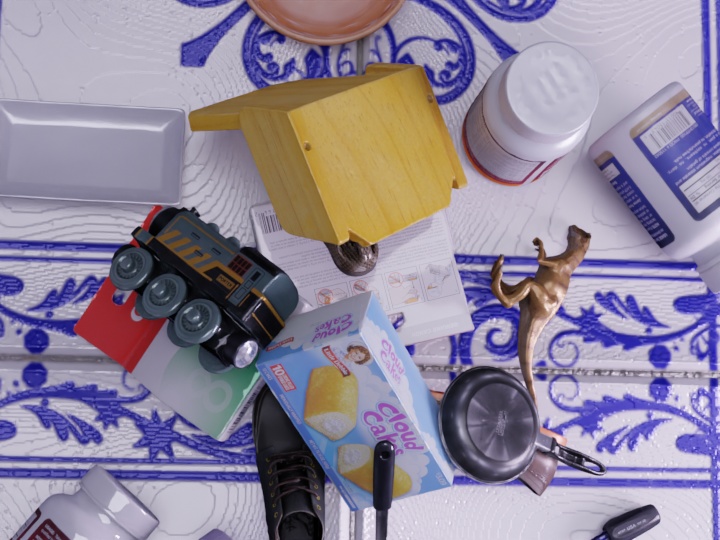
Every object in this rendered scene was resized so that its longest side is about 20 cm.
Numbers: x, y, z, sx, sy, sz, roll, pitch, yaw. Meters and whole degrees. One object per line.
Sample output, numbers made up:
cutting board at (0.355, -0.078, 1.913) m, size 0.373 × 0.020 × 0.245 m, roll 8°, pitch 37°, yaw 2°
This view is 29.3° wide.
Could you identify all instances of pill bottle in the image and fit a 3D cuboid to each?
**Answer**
pill bottle at (-0.288, 0.289, 1.306) m, size 0.113 × 0.113 × 0.200 m, roll 41°, pitch 81°, yaw 1°
pill bottle at (0.340, -0.082, 1.420) m, size 0.119 × 0.120 × 0.201 m, roll -36°, pitch 87°, yaw -10°
pill bottle at (0.169, -0.155, 1.373) m, size 0.108 × 0.200 × 0.111 m, roll 1°, pitch 81°, yaw -6°

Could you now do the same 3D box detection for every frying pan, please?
frying pan at (0.156, 0.174, 1.340) m, size 0.190 × 0.031 × 0.115 m, roll 43°, pitch 63°, yaw -9°

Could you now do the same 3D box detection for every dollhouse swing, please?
dollhouse swing at (-0.042, -0.110, 1.354) m, size 0.199 × 0.175 × 0.183 m, roll -27°, pitch 97°, yaw -45°

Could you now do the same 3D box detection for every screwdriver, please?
screwdriver at (0.218, 0.291, 1.401) m, size 0.199 × 0.028 × 0.029 m, roll -28°, pitch 114°, yaw -7°

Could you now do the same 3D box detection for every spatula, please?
spatula at (0.020, 0.246, 1.331) m, size 0.056 × 0.021 × 0.202 m, roll 1°, pitch 117°, yaw 0°

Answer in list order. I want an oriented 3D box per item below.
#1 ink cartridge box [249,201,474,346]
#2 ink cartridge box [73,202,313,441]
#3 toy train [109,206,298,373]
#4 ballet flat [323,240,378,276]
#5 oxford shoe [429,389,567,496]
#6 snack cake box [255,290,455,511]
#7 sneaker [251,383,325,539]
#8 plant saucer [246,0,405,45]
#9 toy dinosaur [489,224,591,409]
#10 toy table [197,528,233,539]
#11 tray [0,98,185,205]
ink cartridge box at (0.000, 0.000, 1.412) m, size 0.198 × 0.045 × 0.178 m, roll -13°, pitch 82°, yaw -7°
ink cartridge box at (-0.171, 0.047, 1.362) m, size 0.199 × 0.050 × 0.162 m, roll 33°, pitch 87°, yaw 8°
toy train at (-0.151, 0.014, 1.304) m, size 0.200 × 0.085 × 0.114 m, roll 34°, pitch 75°, yaw 35°
ballet flat at (-0.043, -0.076, 1.369) m, size 0.067 × 0.047 × 0.201 m, roll -24°, pitch 57°, yaw -16°
oxford shoe at (0.108, 0.169, 1.386) m, size 0.198 × 0.071 × 0.073 m, roll 20°, pitch 84°, yaw -3°
snack cake box at (0.001, 0.128, 1.314) m, size 0.114 × 0.067 × 0.201 m, roll -18°, pitch 119°, yaw 24°
sneaker at (-0.063, 0.197, 1.345) m, size 0.074 × 0.106 × 0.202 m, roll -8°, pitch 82°, yaw -7°
plant saucer at (-0.039, -0.334, 1.462) m, size 0.198 × 0.037 × 0.202 m, roll 1°, pitch 82°, yaw -6°
toy dinosaur at (0.180, 0.034, 1.418) m, size 0.106 × 0.060 × 0.201 m, roll 25°, pitch 80°, yaw -3°
toy table at (-0.129, 0.361, 1.292) m, size 0.117 × 0.184 × 0.200 m, roll -33°, pitch 77°, yaw -26°
tray at (-0.281, -0.119, 1.408) m, size 0.198 × 0.022 × 0.108 m, roll 3°, pitch 73°, yaw -5°
